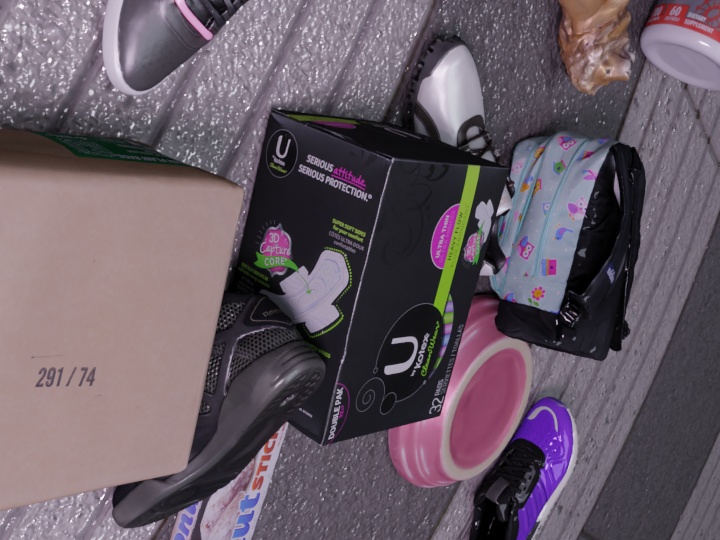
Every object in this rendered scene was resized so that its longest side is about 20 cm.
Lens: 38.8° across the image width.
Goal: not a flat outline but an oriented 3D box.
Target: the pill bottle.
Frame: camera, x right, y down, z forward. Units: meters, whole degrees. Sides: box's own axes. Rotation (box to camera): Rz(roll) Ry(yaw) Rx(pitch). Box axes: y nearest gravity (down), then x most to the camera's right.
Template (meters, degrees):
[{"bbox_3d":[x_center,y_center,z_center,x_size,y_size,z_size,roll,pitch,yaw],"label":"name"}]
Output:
[{"bbox_3d":[0.379,-0.301,1.053,0.115,0.115,0.203,30,85,-53],"label":"pill bottle"}]

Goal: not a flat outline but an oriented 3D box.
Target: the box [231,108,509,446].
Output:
[{"bbox_3d":[0.000,0.000,0.749,0.147,0.123,0.204,-4,114,-50],"label":"box"}]

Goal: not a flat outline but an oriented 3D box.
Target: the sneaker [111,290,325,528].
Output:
[{"bbox_3d":[-0.117,0.087,0.705,0.200,0.115,0.076,-49,154,25],"label":"sneaker"}]

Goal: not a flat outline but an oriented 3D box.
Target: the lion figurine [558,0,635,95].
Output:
[{"bbox_3d":[0.196,-0.257,0.904,0.123,0.072,0.200,-49,128,0],"label":"lion figurine"}]

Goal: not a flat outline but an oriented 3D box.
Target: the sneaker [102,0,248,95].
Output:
[{"bbox_3d":[-0.066,-0.179,0.589,0.202,0.098,0.071,-56,144,-10],"label":"sneaker"}]

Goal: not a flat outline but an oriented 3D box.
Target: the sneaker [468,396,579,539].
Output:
[{"bbox_3d":[0.175,0.238,1.138,0.099,0.069,0.204,14,98,-50],"label":"sneaker"}]

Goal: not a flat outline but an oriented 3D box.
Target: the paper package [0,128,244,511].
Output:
[{"bbox_3d":[-0.180,0.023,0.558,0.198,0.102,0.194,-1,110,-49],"label":"paper package"}]

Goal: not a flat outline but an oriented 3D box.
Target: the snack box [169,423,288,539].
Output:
[{"bbox_3d":[-0.109,0.188,0.798,0.071,0.024,0.204,7,104,-52],"label":"snack box"}]

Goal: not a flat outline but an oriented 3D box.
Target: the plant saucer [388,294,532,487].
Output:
[{"bbox_3d":[0.109,0.127,1.012,0.199,0.050,0.204,-28,130,-39],"label":"plant saucer"}]

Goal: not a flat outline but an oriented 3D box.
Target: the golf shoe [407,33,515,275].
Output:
[{"bbox_3d":[0.091,-0.089,0.837,0.077,0.094,0.204,-29,129,-36],"label":"golf shoe"}]

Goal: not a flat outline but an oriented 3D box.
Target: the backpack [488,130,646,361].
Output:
[{"bbox_3d":[0.194,-0.028,0.954,0.166,0.124,0.204,17,85,-63],"label":"backpack"}]
